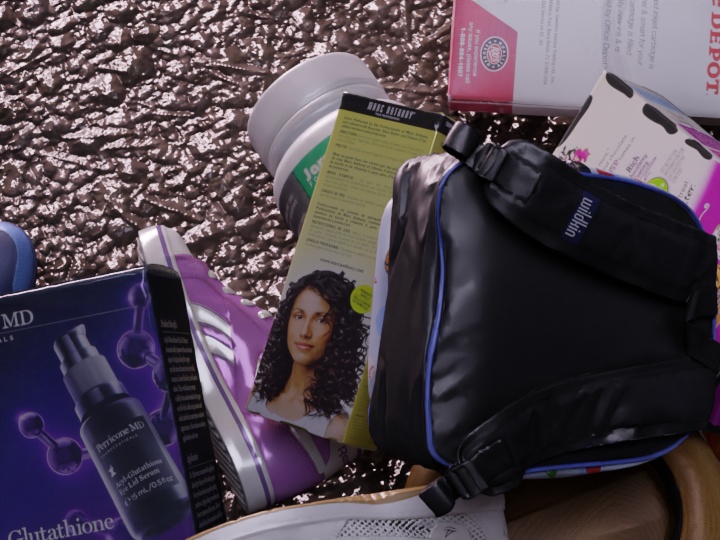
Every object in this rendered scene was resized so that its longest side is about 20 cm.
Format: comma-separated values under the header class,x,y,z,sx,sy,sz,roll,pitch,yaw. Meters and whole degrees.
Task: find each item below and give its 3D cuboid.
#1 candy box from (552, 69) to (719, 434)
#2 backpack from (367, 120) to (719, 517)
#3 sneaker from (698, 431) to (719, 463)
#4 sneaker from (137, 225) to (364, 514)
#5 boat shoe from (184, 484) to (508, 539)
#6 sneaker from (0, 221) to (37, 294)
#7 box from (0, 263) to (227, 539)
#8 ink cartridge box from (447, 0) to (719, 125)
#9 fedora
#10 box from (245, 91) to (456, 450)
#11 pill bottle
class,x,y,z,sx,sy,sz,roll,pitch,yaw
candy box,0.189,-0.013,1.064,0.137,0.061,0.200,-58,45,18
backpack,0.101,0.028,0.958,0.189,0.154,0.202,6,93,-22
sneaker,0.237,0.061,1.083,0.073,0.077,0.201,-21,65,-10
sneaker,-0.064,0.047,1.116,0.114,0.073,0.201,-24,74,-13
boat shoe,-0.010,0.161,0.941,0.199,0.071,0.070,-8,76,-14
sneaker,-0.289,0.037,1.122,0.074,0.082,0.200,35,67,21
box,-0.166,0.108,1.017,0.147,0.104,0.201,-13,87,5
ink cartridge box,0.163,-0.177,1.180,0.198,0.083,0.148,4,91,5
fedora,0.121,0.158,1.035,0.199,0.082,0.202,0,61,1
box,0.000,0.000,1.032,0.075,0.050,0.201,14,85,29
pill bottle,0.013,-0.038,1.127,0.113,0.113,0.200,-28,64,-12
